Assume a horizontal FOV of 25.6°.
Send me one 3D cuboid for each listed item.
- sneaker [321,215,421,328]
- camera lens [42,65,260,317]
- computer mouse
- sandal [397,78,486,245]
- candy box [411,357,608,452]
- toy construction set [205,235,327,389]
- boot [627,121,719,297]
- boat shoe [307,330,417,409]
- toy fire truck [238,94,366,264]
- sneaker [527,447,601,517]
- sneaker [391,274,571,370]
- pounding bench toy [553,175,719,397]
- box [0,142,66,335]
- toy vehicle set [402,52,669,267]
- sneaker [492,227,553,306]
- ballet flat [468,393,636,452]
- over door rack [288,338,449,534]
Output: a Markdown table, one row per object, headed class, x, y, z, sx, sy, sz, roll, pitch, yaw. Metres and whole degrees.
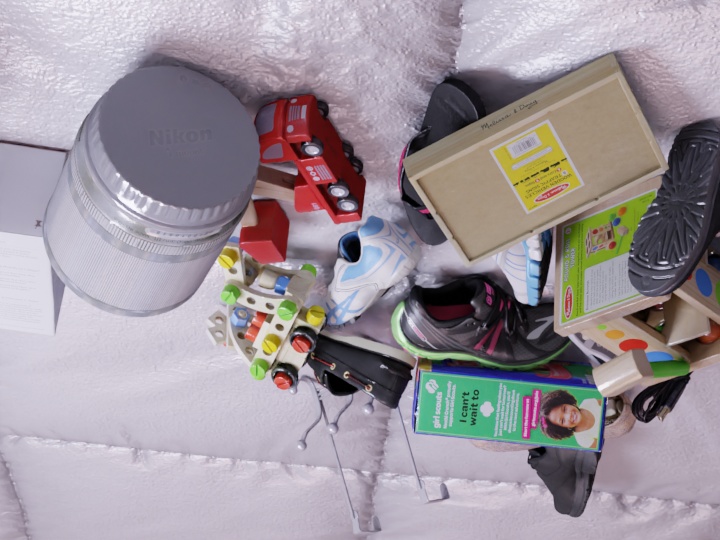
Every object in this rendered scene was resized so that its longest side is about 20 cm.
| class | x | y | z | sx | sy | sz | roll | pitch | yaw |
| --- | --- | --- | --- | --- | --- | --- | --- | --- | --- |
| sneaker | 0.000 | 0.000 | 1.590 | 0.073 | 0.072 | 0.200 | 46 | 151 | 1 |
| camera lens | -0.186 | -0.064 | 1.400 | 0.159 | 0.161 | 0.200 | 15 | 146 | -16 |
| computer mouse | 0.273 | 0.072 | 1.650 | 0.200 | 0.110 | 0.044 | 39 | 174 | -28 |
| sandal | 0.062 | -0.090 | 1.406 | 0.075 | 0.045 | 0.201 | 40 | 149 | 19 |
| candy box | 0.155 | 0.136 | 1.699 | 0.198 | 0.078 | 0.169 | 4 | -175 | 1 |
| toy construction set | -0.104 | 0.048 | 1.635 | 0.130 | 0.093 | 0.200 | 27 | 148 | -1 |
| boot | 0.330 | -0.013 | 1.415 | 0.065 | 0.166 | 0.200 | 12 | 162 | 46 |
| boat shoe | -0.026 | 0.099 | 1.692 | 0.201 | 0.064 | 0.073 | 14 | 169 | 46 |
| toy fire truck | -0.071 | -0.082 | 1.466 | 0.140 | 0.049 | 0.200 | -6 | 147 | 20 |
| sneaker | 0.246 | 0.233 | 1.939 | 0.090 | 0.076 | 0.201 | 11 | 143 | 9 |
| sneaker | 0.133 | 0.051 | 1.628 | 0.198 | 0.077 | 0.084 | 1 | 136 | -14 |
| pounding bench toy | 0.277 | 0.049 | 1.480 | 0.124 | 0.201 | 0.156 | -24 | 138 | 39 |
| box | -0.353 | -0.031 | 1.550 | 0.123 | 0.098 | 0.200 | 9 | 150 | -5 |
| toy vehicle set | 0.151 | -0.091 | 1.354 | 0.199 | 0.027 | 0.124 | -26 | 132 | 11 |
| sneaker | 0.134 | -0.042 | 1.491 | 0.086 | 0.075 | 0.201 | 4 | 142 | 16 |
| ballet flat | 0.217 | 0.164 | 1.818 | 0.198 | 0.069 | 0.067 | -9 | 158 | 5 |
| over door rack | -0.001 | 0.195 | 1.789 | 0.066 | 0.201 | 0.147 | -19 | 171 | -42 |
